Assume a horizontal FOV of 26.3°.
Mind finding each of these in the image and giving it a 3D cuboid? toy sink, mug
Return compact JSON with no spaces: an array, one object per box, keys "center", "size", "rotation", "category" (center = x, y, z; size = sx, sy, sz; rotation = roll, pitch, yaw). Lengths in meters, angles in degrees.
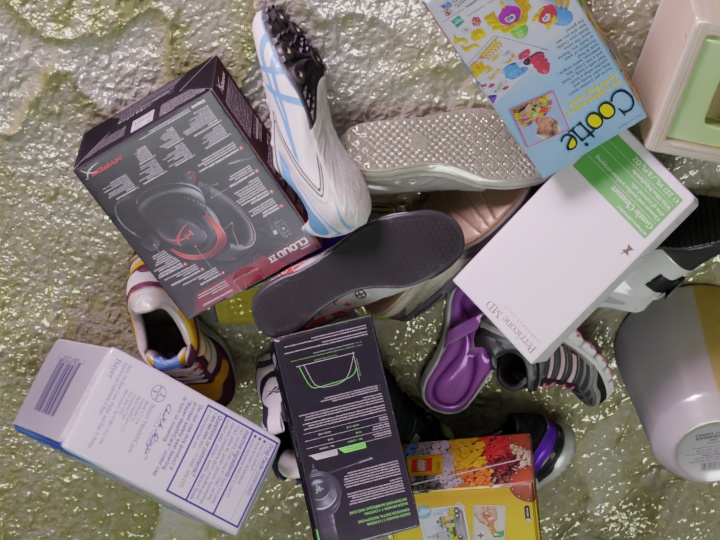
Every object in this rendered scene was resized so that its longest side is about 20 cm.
[{"center":[0.343,-0.162,1.280],"size":[0.197,0.113,0.131],"rotation":[10,129,-8],"category":"toy sink"},{"center":[0.338,0.108,1.473],"size":[0.148,0.154,0.187],"rotation":[29,123,-21],"category":"mug"}]

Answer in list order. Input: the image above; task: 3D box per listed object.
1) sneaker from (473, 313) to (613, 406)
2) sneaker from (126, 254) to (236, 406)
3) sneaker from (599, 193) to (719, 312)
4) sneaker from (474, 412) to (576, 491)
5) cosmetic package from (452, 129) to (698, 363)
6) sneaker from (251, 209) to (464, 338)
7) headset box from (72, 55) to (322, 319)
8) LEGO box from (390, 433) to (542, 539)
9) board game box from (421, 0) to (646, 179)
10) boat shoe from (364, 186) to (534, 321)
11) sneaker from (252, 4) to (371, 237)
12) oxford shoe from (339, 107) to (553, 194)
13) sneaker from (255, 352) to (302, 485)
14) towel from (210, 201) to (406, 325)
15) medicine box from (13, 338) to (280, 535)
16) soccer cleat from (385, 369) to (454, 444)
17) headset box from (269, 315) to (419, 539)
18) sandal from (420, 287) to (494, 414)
[{"center":[0.171,0.085,1.475],"size":[0.088,0.074,0.200],"rotation":[-51,133,-5],"category":"sneaker"},{"center":[-0.177,0.080,1.488],"size":[0.074,0.091,0.201],"rotation":[-16,128,12],"category":"sneaker"},{"center":[0.271,-0.008,1.434],"size":[0.198,0.075,0.089],"rotation":[-15,128,24],"category":"sneaker"},{"center":[0.127,0.221,1.599],"size":[0.099,0.070,0.201],"rotation":[25,110,-35],"category":"sneaker"},{"center":[0.189,-0.025,1.348],"size":[0.108,0.085,0.200],"rotation":[44,99,11],"category":"cosmetic package"},{"center":[-0.001,-0.001,1.384],"size":[0.199,0.108,0.068],"rotation":[-25,90,5],"category":"sneaker"},{"center":[-0.135,-0.063,1.363],"size":[0.147,0.075,0.201],"rotation":[-28,118,15],"category":"headset box"},{"center":[0.109,0.272,1.546],"size":[0.147,0.077,0.202],"rotation":[-5,120,7],"category":"LEGO box"},{"center":[0.135,-0.195,1.252],"size":[0.104,0.104,0.200],"rotation":[-30,123,14],"category":"board game box"},{"center":[0.086,-0.027,1.421],"size":[0.200,0.072,0.065],"rotation":[-45,145,14],"category":"boat shoe"},{"center":[-0.054,-0.123,1.300],"size":[0.072,0.072,0.202],"rotation":[-17,97,27],"category":"sneaker"},{"center":[0.077,-0.100,1.364],"size":[0.197,0.076,0.058],"rotation":[-2,156,-4],"category":"oxford shoe"},{"center":[-0.043,0.186,1.549],"size":[0.078,0.130,0.200],"rotation":[-16,127,15],"category":"sneaker"},{"center":[-0.055,-0.004,1.464],"size":[0.197,0.023,0.145],"rotation":[-1,128,1],"category":"towel"},{"center":[-0.208,0.158,1.484],"size":[0.199,0.104,0.182],"rotation":[32,166,-23],"category":"medicine box"},{"center":[0.054,0.165,1.582],"size":[0.080,0.068,0.201],"rotation":[-17,134,1],"category":"soccer cleat"},{"center":[-0.015,0.157,1.393],"size":[0.091,0.203,0.174],"rotation":[-13,173,-6],"category":"headset box"},{"center":[0.116,0.073,1.509],"size":[0.081,0.050,0.204],"rotation":[10,128,-9],"category":"sandal"}]
